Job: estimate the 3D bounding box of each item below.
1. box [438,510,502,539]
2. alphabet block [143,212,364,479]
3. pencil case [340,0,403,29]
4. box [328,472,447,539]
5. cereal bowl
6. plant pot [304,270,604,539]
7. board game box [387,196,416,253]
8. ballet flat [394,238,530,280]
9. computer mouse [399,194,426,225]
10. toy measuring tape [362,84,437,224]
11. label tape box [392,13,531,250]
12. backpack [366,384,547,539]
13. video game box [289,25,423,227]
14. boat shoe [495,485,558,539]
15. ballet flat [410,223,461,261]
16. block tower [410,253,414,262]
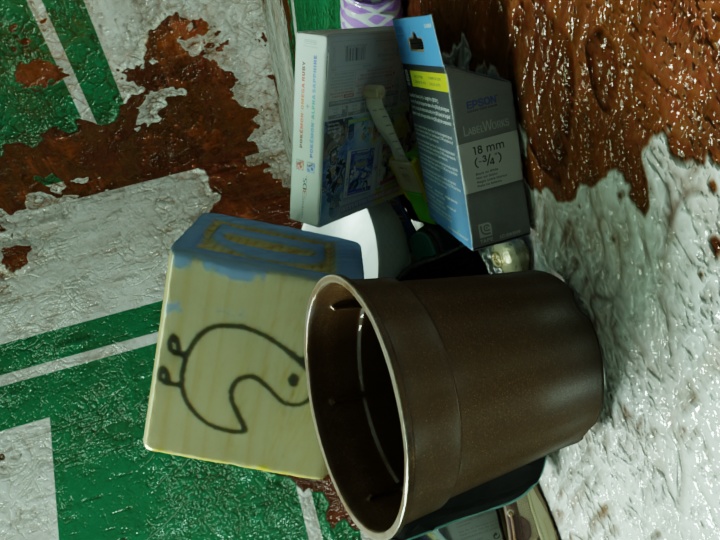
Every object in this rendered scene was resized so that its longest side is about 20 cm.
[{"bbox_3d":[0.145,0.319,1.016,0.202,0.104,0.155,-113,12,-50],"label":"box"},{"bbox_3d":[-0.104,0.069,0.814,0.197,0.190,0.205,-88,9,-77],"label":"alphabet block"},{"bbox_3d":[0.015,-0.294,0.985,0.201,0.082,0.087,93,-176,-62],"label":"pencil case"},{"bbox_3d":[0.023,0.273,0.925,0.200,0.040,0.137,44,168,1],"label":"box"},{"bbox_3d":[0.000,0.000,0.954,0.198,0.082,0.206,-6,83,56],"label":"cereal bowl"},{"bbox_3d":[0.077,0.091,0.636,0.199,0.194,0.206,171,90,-67],"label":"plant pot"},{"bbox_3d":[0.018,-0.112,1.072,0.136,0.034,0.203,86,159,-77],"label":"board game box"},{"bbox_3d":[0.101,0.006,0.790,0.199,0.056,0.068,-25,82,60],"label":"ballet flat"},{"bbox_3d":[0.071,-0.117,1.001,0.139,0.052,0.202,77,168,-61],"label":"computer mouse"},{"bbox_3d":[0.064,-0.131,0.834,0.202,0.072,0.074,60,-176,-39],"label":"toy measuring tape"},{"bbox_3d":[0.092,-0.138,0.721,0.144,0.062,0.205,-126,22,-70],"label":"label tape box"},{"bbox_3d":[0.088,0.160,0.800,0.154,0.195,0.180,-118,20,-72],"label":"backpack"},{"bbox_3d":[0.002,-0.159,0.822,0.046,0.199,0.187,14,113,30],"label":"video game box"},{"bbox_3d":[0.160,0.246,0.898,0.073,0.070,0.203,87,167,-58],"label":"boat shoe"},{"bbox_3d":[0.113,0.042,0.903,0.073,0.071,0.205,168,88,-83],"label":"ballet flat"},{"bbox_3d":[0.036,0.019,1.083,0.200,0.056,0.055,147,132,-71],"label":"block tower"}]
